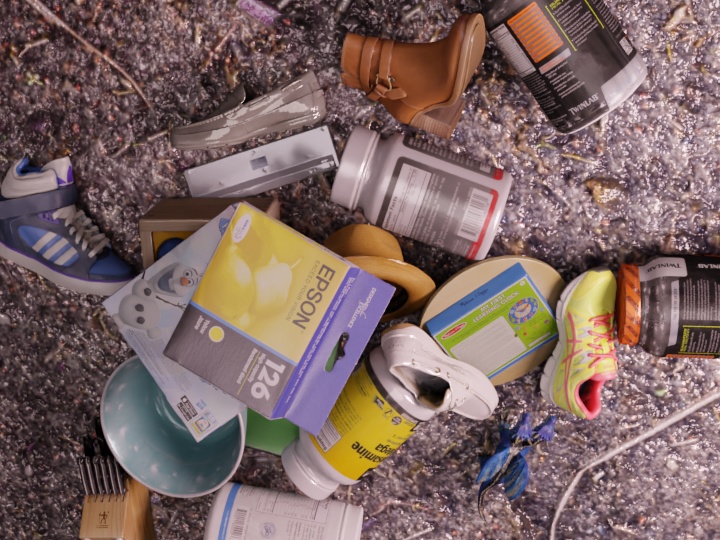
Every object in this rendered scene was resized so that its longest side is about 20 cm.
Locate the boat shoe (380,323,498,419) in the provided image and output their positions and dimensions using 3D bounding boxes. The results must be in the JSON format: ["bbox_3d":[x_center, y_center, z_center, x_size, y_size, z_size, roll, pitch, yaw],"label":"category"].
[{"bbox_3d":[0.095,0.142,1.325,0.070,0.070,0.199,-30,130,34],"label":"boat shoe"}]

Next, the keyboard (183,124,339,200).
[{"bbox_3d":[-0.125,-0.128,1.375,0.197,0.011,0.057,-16,98,11],"label":"keyboard"}]

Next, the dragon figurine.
[{"bbox_3d":[0.184,0.251,1.396,0.058,0.100,0.202,27,107,-1],"label":"dragon figurine"}]

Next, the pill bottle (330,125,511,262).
[{"bbox_3d":[0.071,-0.095,1.304,0.197,0.114,0.115,20,108,2],"label":"pill bottle"}]

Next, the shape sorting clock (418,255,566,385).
[{"bbox_3d":[0.165,0.064,1.346,0.197,0.039,0.202,-9,131,-11],"label":"shape sorting clock"}]

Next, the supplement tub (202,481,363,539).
[{"bbox_3d":[-0.102,0.362,1.448,0.197,0.132,0.134,10,107,4],"label":"supplement tub"}]

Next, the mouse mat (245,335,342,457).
[{"bbox_3d":[-0.119,0.151,1.454,0.159,0.008,0.203,15,106,3],"label":"mouse mat"}]

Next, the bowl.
[{"bbox_3d":[-0.225,0.179,1.417,0.198,0.105,0.204,5,110,15],"label":"bowl"}]

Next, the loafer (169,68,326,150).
[{"bbox_3d":[-0.140,-0.193,1.330,0.197,0.070,0.071,-14,99,3],"label":"loafer"}]

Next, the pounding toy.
[{"bbox_3d":[-0.169,0.025,1.346,0.181,0.142,0.203,0,108,7],"label":"pounding toy"}]

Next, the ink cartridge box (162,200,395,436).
[{"bbox_3d":[-0.093,0.058,1.222,0.198,0.047,0.200,29,98,5],"label":"ink cartridge box"}]

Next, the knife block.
[{"bbox_3d":[-0.330,0.295,1.503,0.063,0.178,0.201,-2,151,9],"label":"knife block"}]

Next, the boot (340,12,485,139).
[{"bbox_3d":[0.053,-0.240,1.242,0.153,0.074,0.201,28,148,6],"label":"boot"}]

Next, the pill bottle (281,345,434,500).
[{"bbox_3d":[-0.006,0.200,1.399,0.112,0.113,0.200,44,107,-6],"label":"pill bottle"}]

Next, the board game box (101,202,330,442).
[{"bbox_3d":[-0.166,0.061,1.275,0.198,0.043,0.201,-35,91,11],"label":"board game box"}]

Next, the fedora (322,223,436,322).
[{"bbox_3d":[0.000,0.000,1.331,0.197,0.201,0.083,-4,67,8],"label":"fedora"}]

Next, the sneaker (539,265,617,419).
[{"bbox_3d":[0.284,0.091,1.329,0.077,0.090,0.203,-9,120,-28],"label":"sneaker"}]

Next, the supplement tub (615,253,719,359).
[{"bbox_3d":[0.409,0.043,1.296,0.197,0.123,0.124,2,106,6],"label":"supplement tub"}]

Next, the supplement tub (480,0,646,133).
[{"bbox_3d":[0.219,-0.267,1.224,0.122,0.123,0.201,-34,99,15],"label":"supplement tub"}]

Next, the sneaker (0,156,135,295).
[{"bbox_3d":[-0.368,-0.065,1.385,0.197,0.081,0.148,20,112,7],"label":"sneaker"}]
